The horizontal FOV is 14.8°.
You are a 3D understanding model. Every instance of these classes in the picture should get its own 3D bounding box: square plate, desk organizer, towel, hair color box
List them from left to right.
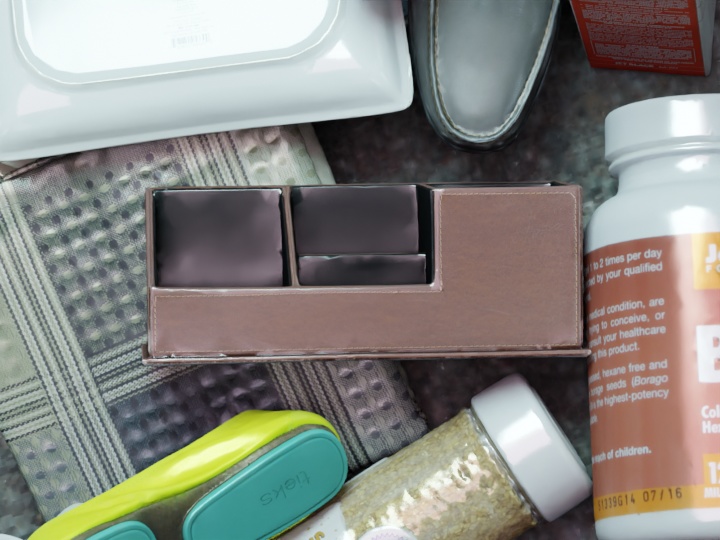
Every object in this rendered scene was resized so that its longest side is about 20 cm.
[{"bbox_3d":[-0.089,0.024,1.316,0.193,0.035,0.200,-22,98,3],"label":"towel"},{"bbox_3d":[-0.085,-0.158,1.278,0.200,0.028,0.198,-7,75,3],"label":"square plate"},{"bbox_3d":[0.000,0.000,1.262,0.200,0.072,0.077,-1,94,-5],"label":"desk organizer"},{"bbox_3d":[0.129,-0.164,1.249,0.064,0.200,0.111,5,81,8],"label":"hair color box"}]

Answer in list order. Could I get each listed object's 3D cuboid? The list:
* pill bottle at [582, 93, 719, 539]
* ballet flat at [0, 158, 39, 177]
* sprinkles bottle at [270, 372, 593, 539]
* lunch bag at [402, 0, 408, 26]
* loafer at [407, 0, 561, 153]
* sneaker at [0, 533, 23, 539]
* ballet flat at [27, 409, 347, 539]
[{"bbox_3d":[0.157,0.026,1.258,0.112,0.112,0.200,-4,81,9],"label":"pill bottle"},{"bbox_3d":[-0.209,-0.081,1.359,0.200,0.068,0.068,31,62,11],"label":"ballet flat"},{"bbox_3d":[0.009,0.128,1.290,0.200,0.068,0.068,-33,77,3],"label":"sprinkles bottle"},{"bbox_3d":[-0.001,-0.221,1.342,0.161,0.082,0.200,-31,77,4],"label":"lunch bag"},{"bbox_3d":[0.061,-0.152,1.249,0.073,0.072,0.200,5,92,-2],"label":"loafer"},{"bbox_3d":[-0.108,0.199,1.281,0.075,0.100,0.200,-44,72,-10],"label":"sneaker"},{"bbox_3d":[-0.097,0.118,1.246,0.200,0.067,0.067,-29,31,-27],"label":"ballet flat"}]
